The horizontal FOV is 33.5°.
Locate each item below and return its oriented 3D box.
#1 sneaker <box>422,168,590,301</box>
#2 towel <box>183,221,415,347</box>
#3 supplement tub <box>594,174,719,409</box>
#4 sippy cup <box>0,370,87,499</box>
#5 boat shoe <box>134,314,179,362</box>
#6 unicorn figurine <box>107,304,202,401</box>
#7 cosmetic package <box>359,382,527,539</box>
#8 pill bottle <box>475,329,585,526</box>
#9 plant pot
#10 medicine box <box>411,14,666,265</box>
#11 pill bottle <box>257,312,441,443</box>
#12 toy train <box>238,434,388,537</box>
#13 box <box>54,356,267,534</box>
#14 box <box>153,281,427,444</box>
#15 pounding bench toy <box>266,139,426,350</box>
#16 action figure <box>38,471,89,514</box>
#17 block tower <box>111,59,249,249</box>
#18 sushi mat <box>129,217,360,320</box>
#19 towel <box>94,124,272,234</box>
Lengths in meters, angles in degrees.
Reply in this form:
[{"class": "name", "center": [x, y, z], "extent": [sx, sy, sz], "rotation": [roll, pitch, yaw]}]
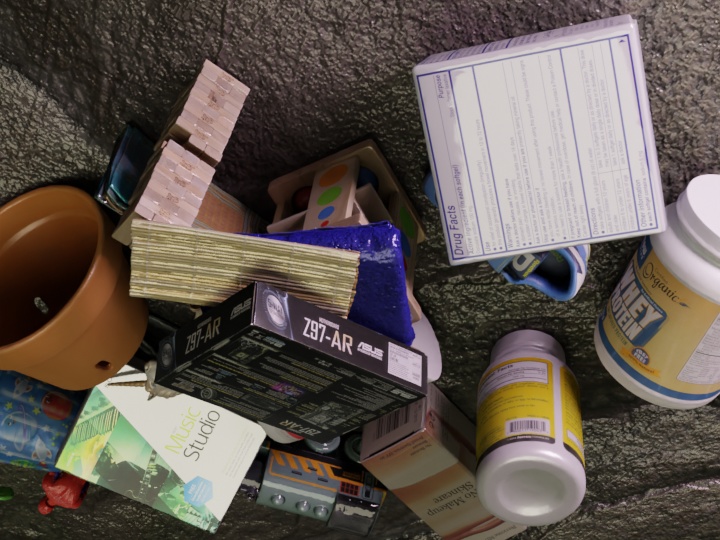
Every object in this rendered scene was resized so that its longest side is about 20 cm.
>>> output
[{"class": "sneaker", "center": [0.149, -0.041, 1.192], "extent": [0.199, 0.083, 0.074], "rotation": [31, 127, -14]}, {"class": "towel", "center": [-0.053, 0.017, 1.088], "extent": [0.198, 0.050, 0.149], "rotation": [-2, 134, 8]}, {"class": "supplement tub", "center": [0.331, 0.022, 1.178], "extent": [0.143, 0.145, 0.201], "rotation": [17, 128, -6]}, {"class": "sippy cup", "center": [-0.387, 0.167, 1.376], "extent": [0.129, 0.140, 0.178], "rotation": [22, 130, -14]}, {"class": "boat shoe", "center": [-0.198, 0.107, 1.355], "extent": [0.199, 0.072, 0.071], "rotation": [24, 128, -11]}, {"class": "unicorn figurine", "center": [-0.159, 0.066, 1.258], "extent": [0.074, 0.199, 0.138], "rotation": [48, 149, 20]}, {"class": "cosmetic package", "center": [0.100, 0.235, 1.410], "extent": [0.103, 0.088, 0.200], "rotation": [-33, 118, 27]}, {"class": "pill bottle", "center": [0.179, 0.160, 1.269], "extent": [0.111, 0.201, 0.113], "rotation": [4, 128, 5]}, {"class": "plant pot", "center": [-0.315, 0.033, 1.249], "extent": [0.198, 0.202, 0.140], "rotation": [-15, 141, 18]}, {"class": "medicine box", "center": [0.162, -0.118, 1.080], "extent": [0.198, 0.103, 0.184], "rotation": [-9, 104, 15]}, {"class": "pill bottle", "center": [-0.018, 0.109, 1.310], "extent": [0.199, 0.113, 0.113], "rotation": [-21, 123, 22]}, {"class": "toy train", "center": [-0.056, 0.241, 1.416], "extent": [0.198, 0.114, 0.086], "rotation": [17, 128, -6]}, {"class": "box", "center": [-0.219, 0.190, 1.330], "extent": [0.199, 0.036, 0.145], "rotation": [26, 100, -13]}, {"class": "box", "center": [-0.062, 0.090, 1.090], "extent": [0.199, 0.044, 0.160], "rotation": [24, 143, -32]}, {"class": "pounding bench toy", "center": [0.000, 0.000, 1.193], "extent": [0.123, 0.157, 0.201], "rotation": [-20, 122, 21]}, {"class": "action figure", "center": [-0.326, 0.217, 1.472], "extent": [0.065, 0.099, 0.200], "rotation": [41, 99, -20]}, {"class": "block tower", "center": [-0.164, -0.103, 1.113], "extent": [0.054, 0.201, 0.058], "rotation": [33, 141, -19]}, {"class": "sushi mat", "center": [-0.102, 0.004, 1.037], "extent": [0.198, 0.012, 0.096], "rotation": [9, 133, -1]}, {"class": "towel", "center": [-0.161, -0.057, 1.177], "extent": [0.199, 0.147, 0.022], "rotation": [33, 115, -20]}]
